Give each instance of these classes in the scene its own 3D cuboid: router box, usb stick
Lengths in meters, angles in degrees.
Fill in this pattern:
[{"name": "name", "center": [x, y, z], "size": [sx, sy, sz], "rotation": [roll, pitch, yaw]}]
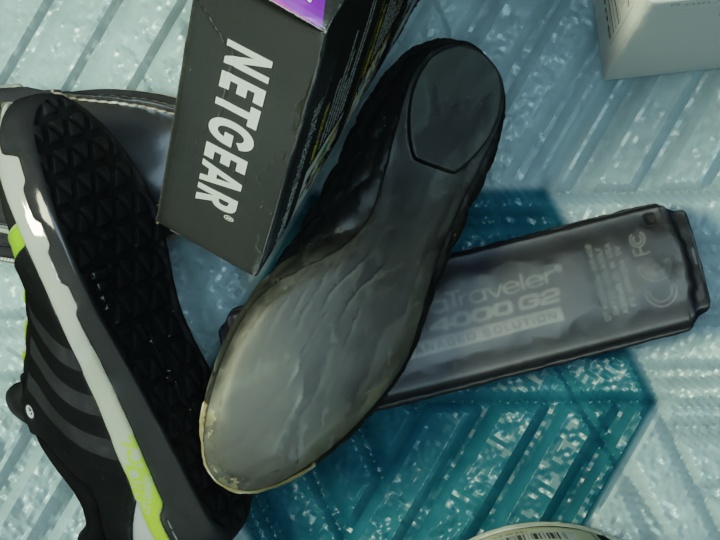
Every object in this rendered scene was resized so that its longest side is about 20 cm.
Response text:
[{"name": "router box", "center": [-0.012, -0.104, 0.768], "size": [0.051, 0.200, 0.150], "rotation": [28, 65, 3]}, {"name": "usb stick", "center": [0.040, 0.020, 0.867], "size": [0.198, 0.033, 0.056], "rotation": [-14, 80, 1]}]

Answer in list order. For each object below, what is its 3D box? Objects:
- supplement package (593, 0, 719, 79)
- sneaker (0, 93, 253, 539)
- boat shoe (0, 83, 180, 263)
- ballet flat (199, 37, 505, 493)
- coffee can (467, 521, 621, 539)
[{"name": "supplement package", "center": [0.146, -0.145, 0.784], "size": [0.120, 0.200, 0.121], "rotation": [-7, 88, 2]}, {"name": "sneaker", "center": [-0.112, 0.033, 0.834], "size": [0.082, 0.072, 0.202], "rotation": [-13, 105, 27]}, {"name": "boat shoe", "center": [-0.146, -0.038, 0.858], "size": [0.198, 0.063, 0.073], "rotation": [-3, 85, 0]}, {"name": "ballet flat", "center": [0.000, 0.000, 0.843], "size": [0.066, 0.057, 0.201], "rotation": [32, 80, -5]}, {"name": "coffee can", "center": [0.072, 0.172, 0.777], "size": [0.145, 0.200, 0.148], "rotation": [0, 88, 2]}]
